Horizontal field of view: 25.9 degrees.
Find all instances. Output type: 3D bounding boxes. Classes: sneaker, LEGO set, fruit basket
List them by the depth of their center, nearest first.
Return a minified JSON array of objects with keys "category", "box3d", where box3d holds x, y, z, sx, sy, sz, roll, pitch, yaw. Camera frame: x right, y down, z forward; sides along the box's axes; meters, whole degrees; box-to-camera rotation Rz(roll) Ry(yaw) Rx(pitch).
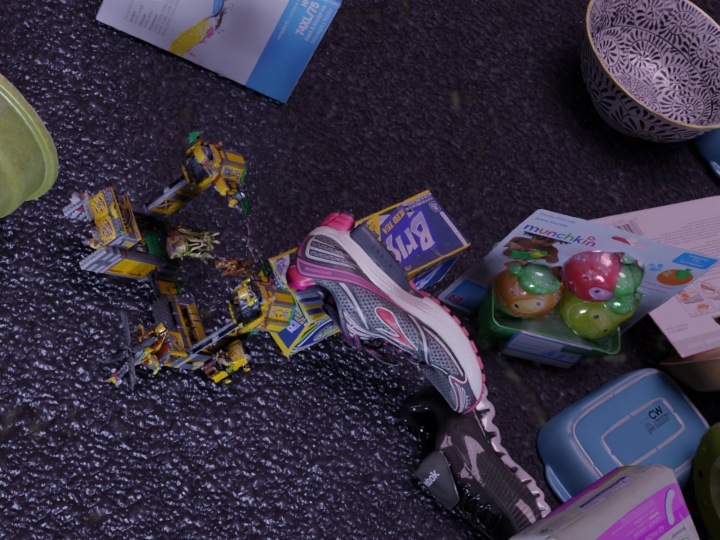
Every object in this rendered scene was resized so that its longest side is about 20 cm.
[{"category":"LEGO set","box3d":[-0.153,-0.011,1.254,0.116,0.154,0.200,13,59,-55]},{"category":"sneaker","box3d":[0.022,0.045,1.298,0.200,0.081,0.075,45,72,-4]},{"category":"sneaker","box3d":[0.092,0.177,1.313,0.090,0.066,0.200,-10,60,-29]},{"category":"fruit basket","box3d":[0.192,0.016,1.393,0.185,0.200,0.094,14,66,-19]}]

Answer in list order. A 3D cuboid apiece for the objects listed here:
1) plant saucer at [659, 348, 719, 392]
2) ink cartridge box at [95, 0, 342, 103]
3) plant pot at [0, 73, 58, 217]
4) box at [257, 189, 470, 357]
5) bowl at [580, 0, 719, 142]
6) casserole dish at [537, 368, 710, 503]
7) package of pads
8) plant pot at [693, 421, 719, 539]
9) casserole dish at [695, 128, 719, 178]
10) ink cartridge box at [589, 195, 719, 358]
[{"category":"plant saucer","box3d":[0.382,0.082,1.464,0.200,0.200,0.036,-12,88,-34]},{"category":"ink cartridge box","box3d":[-0.122,-0.288,1.477,0.200,0.146,0.147,23,49,-12]},{"category":"plant pot","box3d":[-0.359,-0.056,1.172,0.200,0.200,0.184,31,60,-5]},{"category":"box","box3d":[0.000,0.000,1.389,0.200,0.064,0.070,-25,72,-38]},{"category":"bowl","box3d":[0.307,-0.205,1.682,0.200,0.094,0.201,15,51,-19]},{"category":"casserole dish","box3d":[0.249,0.156,1.428,0.200,0.039,0.121,-25,72,-39]},{"category":"package of pads","box3d":[0.219,0.272,1.266,0.154,0.068,0.200,-25,97,-38]},{"category":"plant pot","box3d":[0.412,0.184,1.400,0.193,0.200,0.201,-8,61,-24]},{"category":"casserole dish","box3d":[0.451,-0.161,1.756,0.121,0.039,0.200,39,47,1]},{"category":"ink cartridge box","box3d":[0.330,0.013,1.557,0.200,0.045,0.176,-11,55,-33]}]
